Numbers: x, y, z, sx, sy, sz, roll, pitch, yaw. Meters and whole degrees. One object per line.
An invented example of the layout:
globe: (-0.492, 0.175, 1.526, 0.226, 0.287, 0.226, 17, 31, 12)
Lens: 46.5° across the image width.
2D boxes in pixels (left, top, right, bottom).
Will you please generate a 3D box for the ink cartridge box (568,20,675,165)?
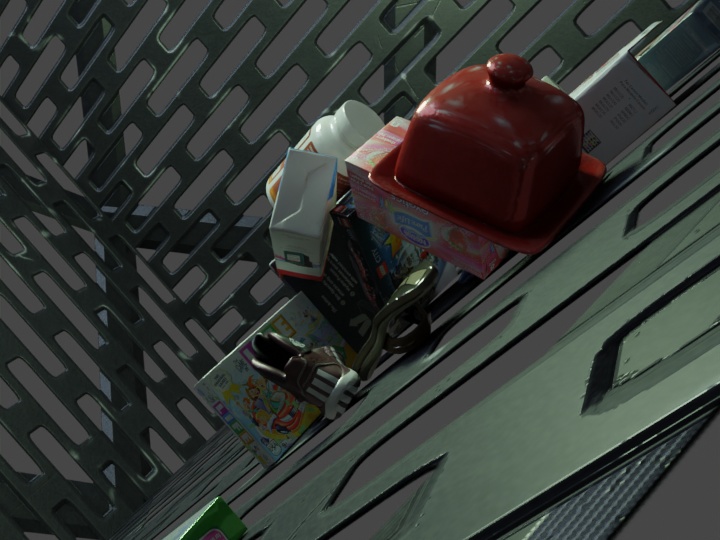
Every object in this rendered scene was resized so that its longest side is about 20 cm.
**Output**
ink cartridge box: (0.310, -0.206, 1.003, 0.175, 0.084, 0.200, -43, 1, 23)

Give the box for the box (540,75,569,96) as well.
box: (0.343, -0.273, 1.560, 0.082, 0.068, 0.200, -39, -21, 0)

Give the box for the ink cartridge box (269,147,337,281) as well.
ink cartridge box: (-0.073, -0.063, 1.124, 0.200, 0.067, 0.117, 95, -174, -71)

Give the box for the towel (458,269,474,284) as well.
towel: (0.186, -0.051, 1.090, 0.147, 0.024, 0.200, -43, 0, 16)

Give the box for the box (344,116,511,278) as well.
box: (0.090, -0.088, 0.973, 0.103, 0.199, 0.095, -43, -39, -26)

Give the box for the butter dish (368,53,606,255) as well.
butter dish: (0.136, -0.141, 0.826, 0.200, 0.199, 0.149, -42, -32, -39)

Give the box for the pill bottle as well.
pill bottle: (-0.050, -0.163, 1.290, 0.200, 0.112, 0.112, -43, 0, 35)

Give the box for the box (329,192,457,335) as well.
box: (0.050, -0.034, 1.124, 0.136, 0.201, 0.038, -41, 36, -27)

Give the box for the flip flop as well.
flip flop: (0.045, 0.064, 0.910, 0.081, 0.057, 0.201, -49, -10, -44)

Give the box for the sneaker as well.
sneaker: (-0.078, 0.102, 0.957, 0.076, 0.115, 0.200, -60, 16, -9)

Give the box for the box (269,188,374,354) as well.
box: (0.000, 0.000, 1.277, 0.200, 0.197, 0.117, -42, 0, -3)

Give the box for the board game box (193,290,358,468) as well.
board game box: (-0.098, 0.134, 1.073, 0.200, 0.135, 0.034, -43, 1, -41)

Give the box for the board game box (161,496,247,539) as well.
board game box: (-0.198, 0.292, 0.700, 0.153, 0.040, 0.200, -42, 1, 34)

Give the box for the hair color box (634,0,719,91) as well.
hair color box: (0.405, -0.278, 1.146, 0.099, 0.061, 0.200, -43, 0, -44)
